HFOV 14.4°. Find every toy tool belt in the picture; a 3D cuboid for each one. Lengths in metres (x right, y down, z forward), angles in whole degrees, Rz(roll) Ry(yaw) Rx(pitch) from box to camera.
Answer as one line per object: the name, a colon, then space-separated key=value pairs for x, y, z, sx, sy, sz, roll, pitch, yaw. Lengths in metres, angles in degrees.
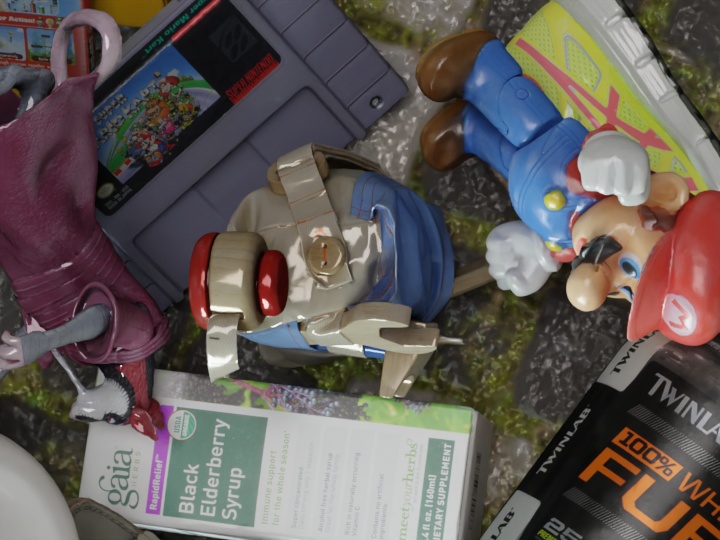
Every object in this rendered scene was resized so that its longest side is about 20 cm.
toy tool belt: x=0.000 y=0.000 z=1.401 sx=0.122 sy=0.200 sz=0.126 roll=1 pitch=93 yaw=13

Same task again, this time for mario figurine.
mario figurine: x=0.095 y=-0.028 z=1.362 sx=0.200 sy=0.123 sz=0.106 roll=40 pitch=99 yaw=32

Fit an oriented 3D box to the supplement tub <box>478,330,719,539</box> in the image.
supplement tub: x=0.144 y=0.115 z=1.391 sx=0.122 sy=0.123 sz=0.200 roll=35 pitch=84 yaw=13

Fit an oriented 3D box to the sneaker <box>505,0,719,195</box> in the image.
sneaker: x=0.137 y=-0.052 z=1.448 sx=0.090 sy=0.078 sz=0.201 roll=-35 pitch=68 yaw=6

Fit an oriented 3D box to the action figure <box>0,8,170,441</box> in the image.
action figure: x=-0.146 y=-0.005 z=1.401 sx=0.149 sy=0.134 sz=0.200 roll=-42 pitch=109 yaw=-22

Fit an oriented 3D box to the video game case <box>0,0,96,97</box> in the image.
video game case: x=-0.206 y=-0.103 z=1.482 sx=0.142 sy=0.017 sz=0.201 roll=6 pitch=123 yaw=11

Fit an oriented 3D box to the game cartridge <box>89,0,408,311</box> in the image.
game cartridge: x=-0.085 y=-0.069 z=1.467 sx=0.200 sy=0.130 sz=0.038 roll=-42 pitch=43 yaw=4

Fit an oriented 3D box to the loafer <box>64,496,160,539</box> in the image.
loafer: x=-0.083 y=0.190 z=1.405 sx=0.072 sy=0.063 sz=0.200 roll=-43 pitch=104 yaw=-38

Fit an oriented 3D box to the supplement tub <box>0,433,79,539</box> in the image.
supplement tub: x=-0.239 y=0.138 z=1.378 sx=0.144 sy=0.200 sz=0.145 roll=-1 pitch=92 yaw=-33

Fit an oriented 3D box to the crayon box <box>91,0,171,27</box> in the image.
crayon box: x=-0.152 y=-0.194 z=1.502 sx=0.199 sy=0.051 sz=0.127 roll=6 pitch=53 yaw=10

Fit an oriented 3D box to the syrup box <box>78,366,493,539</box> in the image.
syrup box: x=-0.037 y=0.100 z=1.454 sx=0.199 sy=0.081 sz=0.079 roll=7 pitch=83 yaw=10
